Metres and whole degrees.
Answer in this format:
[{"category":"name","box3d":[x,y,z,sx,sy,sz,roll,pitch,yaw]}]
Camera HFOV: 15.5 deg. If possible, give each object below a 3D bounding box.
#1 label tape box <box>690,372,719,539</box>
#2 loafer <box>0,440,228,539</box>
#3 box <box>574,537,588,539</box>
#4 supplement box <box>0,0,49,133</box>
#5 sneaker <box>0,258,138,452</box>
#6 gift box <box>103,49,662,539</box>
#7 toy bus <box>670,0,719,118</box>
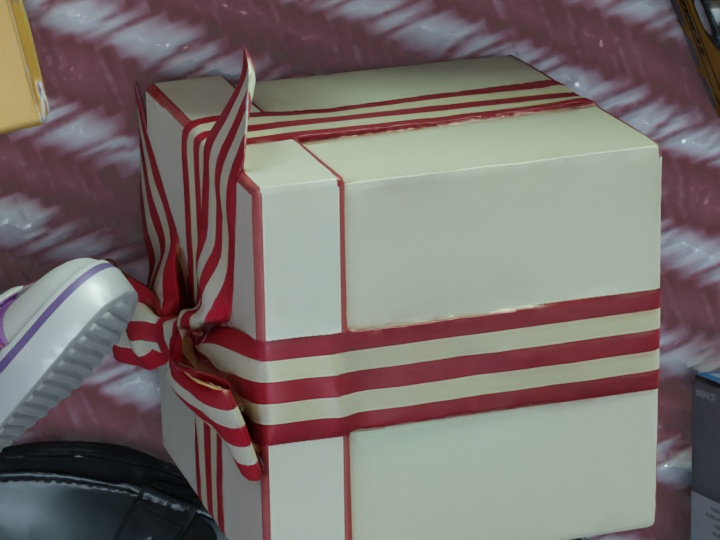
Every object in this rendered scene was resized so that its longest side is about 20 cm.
[{"category":"label tape box","box3d":[0.220,0.144,1.159,0.144,0.063,0.201,-3,97,-17]},{"category":"loafer","box3d":[-0.079,0.120,1.116,0.200,0.070,0.068,14,103,-14]},{"category":"box","box3d":[0.052,0.210,1.185,0.137,0.038,0.200,42,95,-19]},{"category":"supplement box","box3d":[-0.226,-0.071,1.033,0.199,0.069,0.067,-14,110,-4]},{"category":"sneaker","box3d":[-0.180,0.030,1.034,0.200,0.073,0.114,-39,86,32]},{"category":"gift box","box3d":[0.000,0.000,1.043,0.186,0.184,0.201,-9,105,-17]},{"category":"toy bus","box3d":[0.147,-0.156,1.070,0.065,0.078,0.201,-25,110,-1]}]
